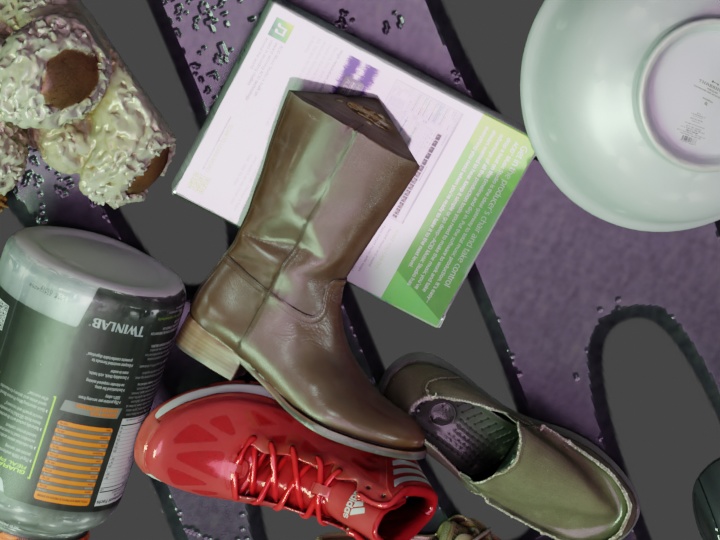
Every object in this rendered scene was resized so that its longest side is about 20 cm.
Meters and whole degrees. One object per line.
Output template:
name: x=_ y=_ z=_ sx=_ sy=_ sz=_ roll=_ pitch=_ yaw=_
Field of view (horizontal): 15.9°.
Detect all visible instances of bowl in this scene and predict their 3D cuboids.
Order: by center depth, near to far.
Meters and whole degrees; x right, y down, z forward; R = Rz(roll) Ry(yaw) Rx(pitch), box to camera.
bowl: x=0.208 y=-0.116 z=1.630 sx=0.201 sy=0.090 sz=0.202 roll=-2 pitch=100 yaw=-10

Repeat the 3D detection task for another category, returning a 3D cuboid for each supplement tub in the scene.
supplement tub: x=-0.197 y=0.082 z=1.668 sx=0.122 sy=0.123 sz=0.200 roll=18 pitch=105 yaw=-7

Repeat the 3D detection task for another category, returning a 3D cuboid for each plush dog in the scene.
plush dog: x=-0.235 y=-0.104 z=1.606 sx=0.172 sy=0.200 sz=0.161 roll=-34 pitch=66 yaw=2

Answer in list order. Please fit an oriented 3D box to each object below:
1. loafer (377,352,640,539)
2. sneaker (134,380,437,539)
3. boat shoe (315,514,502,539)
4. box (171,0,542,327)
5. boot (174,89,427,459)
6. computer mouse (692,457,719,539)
loafer: x=0.098 y=0.130 z=1.721 sx=0.200 sy=0.070 sz=0.075 roll=29 pitch=103 yaw=-10
sneaker: x=-0.037 y=0.129 z=1.659 sx=0.200 sy=0.116 sz=0.079 roll=2 pitch=109 yaw=-29
boat shoe: x=0.067 y=0.202 z=1.739 sx=0.200 sy=0.071 sz=0.065 roll=-4 pitch=107 yaw=0
box: x=-0.003 y=-0.070 z=1.679 sx=0.200 sy=0.036 sz=0.145 roll=28 pitch=103 yaw=-8
boot: x=0.000 y=0.000 z=1.643 sx=0.186 sy=0.064 sz=0.200 roll=28 pitch=100 yaw=-1
computer mouse: x=0.314 y=0.209 z=1.765 sx=0.140 sy=0.046 sz=0.200 roll=-17 pitch=106 yaw=4
